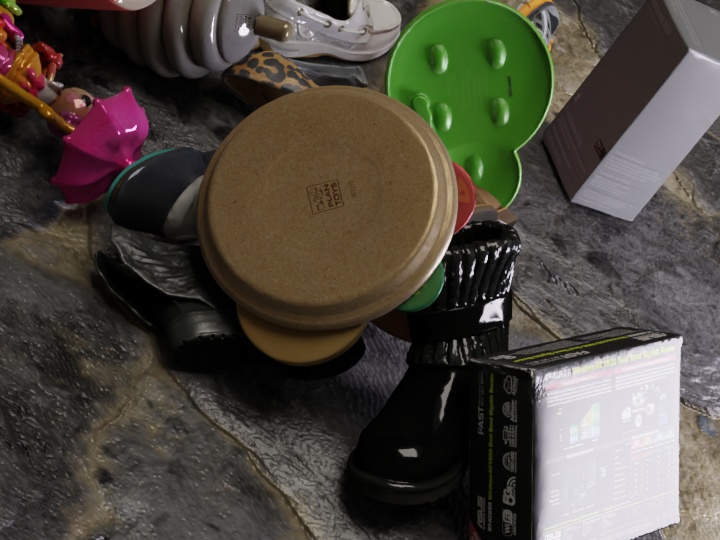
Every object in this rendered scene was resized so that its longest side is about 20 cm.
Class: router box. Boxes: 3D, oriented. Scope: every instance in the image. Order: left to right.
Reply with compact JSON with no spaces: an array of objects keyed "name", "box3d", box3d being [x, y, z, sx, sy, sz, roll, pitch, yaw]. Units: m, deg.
[{"name":"router box","box3d":[0.161,0.129,1.539,0.062,0.151,0.199,7,10,41]}]

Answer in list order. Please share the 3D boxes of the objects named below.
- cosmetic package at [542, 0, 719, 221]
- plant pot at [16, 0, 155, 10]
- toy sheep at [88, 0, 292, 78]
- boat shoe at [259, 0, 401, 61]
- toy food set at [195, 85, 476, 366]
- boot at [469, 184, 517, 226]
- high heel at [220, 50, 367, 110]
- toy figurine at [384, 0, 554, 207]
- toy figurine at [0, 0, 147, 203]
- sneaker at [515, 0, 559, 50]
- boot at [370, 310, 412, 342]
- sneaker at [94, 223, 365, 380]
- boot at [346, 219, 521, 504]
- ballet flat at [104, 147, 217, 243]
[{"name":"cosmetic package","box3d":[0.272,-0.158,1.976,0.090,0.200,0.107,15,35,-27]},{"name":"plant pot","box3d":[-0.240,-0.297,1.653,0.176,0.202,0.200,17,26,22]},{"name":"toy sheep","box3d":[-0.147,-0.225,1.756,0.199,0.139,0.138,10,26,20]},{"name":"boat shoe","box3d":[-0.021,-0.243,1.951,0.071,0.069,0.199,46,33,22]},{"name":"toy food set","box3d":[-0.020,-0.043,1.496,0.201,0.197,0.049,59,-4,25]},{"name":"boot","box3d":[0.074,-0.048,1.738,0.076,0.074,0.200,50,12,7]},{"name":"high heel","box3d":[-0.034,-0.112,1.775,0.142,0.072,0.200,1,42,-31]},{"name":"toy figurine","box3d":[0.095,-0.166,1.906,0.149,0.201,0.184,-6,17,0]},{"name":"toy figurine","box3d":[-0.248,-0.131,1.566,0.184,0.150,0.200,38,4,-19]},{"name":"sneaker","box3d":[0.157,-0.217,2.085,0.077,0.078,0.200,49,36,0]},{"name":"boot","box3d":[0.000,0.000,1.588,0.200,0.077,0.155,35,7,11]},{"name":"sneaker","box3d":[-0.094,0.022,1.538,0.199,0.060,0.105,4,47,-34]},{"name":"boot","box3d":[0.053,0.062,1.511,0.079,0.159,0.211,11,26,22]},{"name":"ballet flat","box3d":[-0.124,-0.057,1.577,0.073,0.073,0.200,40,16,10]}]
